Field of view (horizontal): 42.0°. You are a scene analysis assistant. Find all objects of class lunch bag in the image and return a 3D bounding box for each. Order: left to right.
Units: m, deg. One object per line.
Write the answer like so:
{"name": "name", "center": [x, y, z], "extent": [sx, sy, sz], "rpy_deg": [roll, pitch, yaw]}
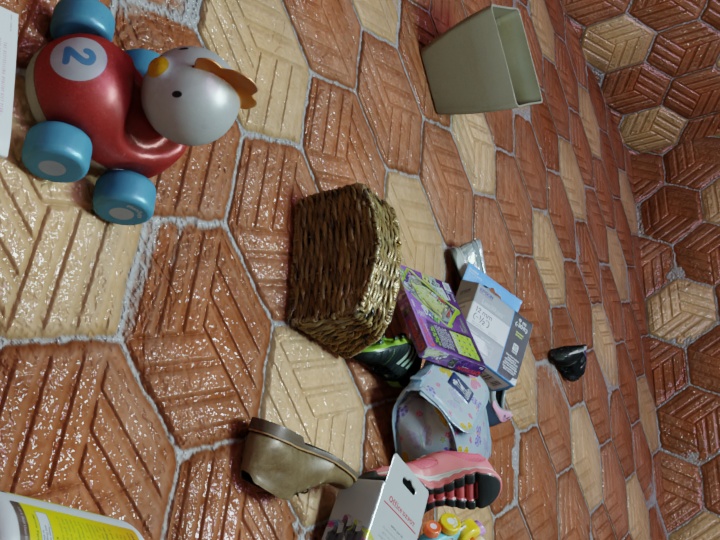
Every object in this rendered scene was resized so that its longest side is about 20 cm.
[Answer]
{"name": "lunch bag", "center": [0.127, 0.232, 1.428], "extent": [0.170, 0.127, 0.201], "rpy_deg": [-38, 120, -63]}

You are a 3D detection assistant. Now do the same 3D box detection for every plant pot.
{"name": "plant pot", "center": [0.237, -0.407, 1.894], "extent": [0.200, 0.177, 0.200], "rpy_deg": [-26, 102, -63]}

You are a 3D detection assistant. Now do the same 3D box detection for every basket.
{"name": "basket", "center": [0.000, 0.000, 1.277], "extent": [0.149, 0.142, 0.201], "rpy_deg": [39, 45, -50]}

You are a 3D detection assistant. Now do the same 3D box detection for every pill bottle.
{"name": "pill bottle", "center": [-0.239, 0.240, 0.730], "extent": [0.200, 0.109, 0.110], "rpy_deg": [38, 46, -52]}

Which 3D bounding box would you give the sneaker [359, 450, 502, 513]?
{"name": "sneaker", "center": [0.092, 0.293, 1.309], "extent": [0.087, 0.199, 0.074], "rpy_deg": [-99, -172, -68]}

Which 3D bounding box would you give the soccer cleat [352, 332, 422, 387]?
{"name": "soccer cleat", "center": [0.048, 0.136, 1.405], "extent": [0.200, 0.067, 0.081], "rpy_deg": [6, 86, -63]}

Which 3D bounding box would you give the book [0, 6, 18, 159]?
{"name": "book", "center": [-0.366, -0.173, 0.740], "extent": [0.200, 0.048, 0.134], "rpy_deg": [17, 65, -59]}

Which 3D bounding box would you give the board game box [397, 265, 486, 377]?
{"name": "board game box", "center": [0.116, 0.075, 1.470], "extent": [0.120, 0.032, 0.200], "rpy_deg": [26, 28, -32]}

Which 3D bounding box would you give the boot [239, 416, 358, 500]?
{"name": "boot", "center": [-0.076, 0.240, 1.123], "extent": [0.200, 0.073, 0.076], "rpy_deg": [37, 66, -47]}

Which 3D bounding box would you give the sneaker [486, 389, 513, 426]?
{"name": "sneaker", "center": [0.245, 0.192, 1.745], "extent": [0.070, 0.082, 0.201], "rpy_deg": [35, 48, -54]}

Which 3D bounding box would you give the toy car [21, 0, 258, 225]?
{"name": "toy car", "center": [-0.195, -0.171, 0.902], "extent": [0.177, 0.200, 0.185], "rpy_deg": [40, 44, -51]}

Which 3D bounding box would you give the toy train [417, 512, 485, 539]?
{"name": "toy train", "center": [0.114, 0.411, 1.304], "extent": [0.056, 0.150, 0.200], "rpy_deg": [44, 1, 34]}

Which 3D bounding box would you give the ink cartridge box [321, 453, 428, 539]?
{"name": "ink cartridge box", "center": [0.012, 0.344, 1.193], "extent": [0.115, 0.068, 0.200], "rpy_deg": [55, 45, -39]}

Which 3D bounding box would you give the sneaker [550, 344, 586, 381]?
{"name": "sneaker", "center": [0.519, 0.230, 2.291], "extent": [0.200, 0.076, 0.088], "rpy_deg": [2, 82, -63]}

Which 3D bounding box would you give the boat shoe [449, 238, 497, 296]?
{"name": "boat shoe", "center": [0.234, 0.037, 1.794], "extent": [0.074, 0.065, 0.202], "rpy_deg": [-108, 173, -74]}

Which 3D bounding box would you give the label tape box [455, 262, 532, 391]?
{"name": "label tape box", "center": [0.236, 0.095, 1.693], "extent": [0.143, 0.066, 0.200], "rpy_deg": [36, 59, -21]}
